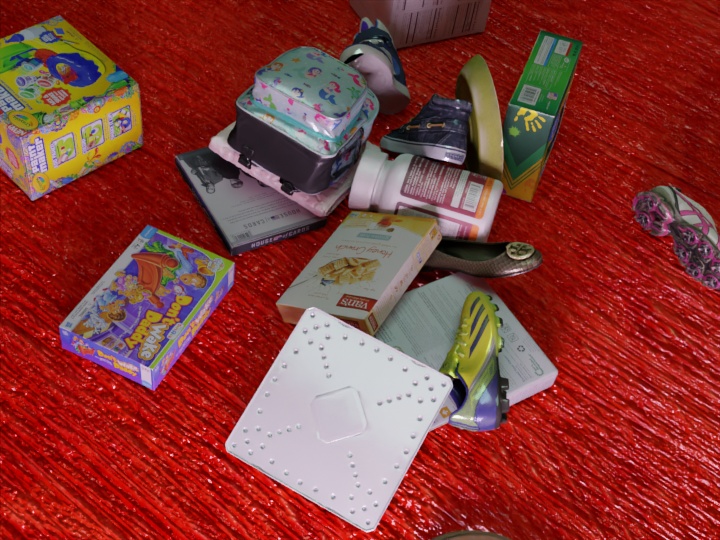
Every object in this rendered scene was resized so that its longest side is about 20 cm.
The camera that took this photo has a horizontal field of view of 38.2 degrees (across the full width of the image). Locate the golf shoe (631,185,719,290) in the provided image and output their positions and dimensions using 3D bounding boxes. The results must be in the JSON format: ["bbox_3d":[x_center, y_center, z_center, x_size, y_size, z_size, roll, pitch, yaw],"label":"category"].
[{"bbox_3d":[0.490,-0.056,1.509,0.092,0.073,0.200,-18,53,-24],"label":"golf shoe"}]

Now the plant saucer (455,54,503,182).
[{"bbox_3d":[0.169,-0.212,1.516,0.031,0.200,0.200,-10,50,-4],"label":"plant saucer"}]

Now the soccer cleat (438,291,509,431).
[{"bbox_3d":[0.133,0.104,1.268,0.083,0.065,0.200,-1,50,1],"label":"soccer cleat"}]

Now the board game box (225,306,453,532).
[{"bbox_3d":[-0.024,0.171,1.214,0.200,0.026,0.200,27,73,15],"label":"board game box"}]

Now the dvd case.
[{"bbox_3d":[-0.159,-0.115,1.495,0.150,0.025,0.200,-19,54,-23],"label":"dvd case"}]

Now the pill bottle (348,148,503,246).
[{"bbox_3d":[0.091,-0.101,1.463,0.200,0.110,0.110,18,49,7],"label":"pill bottle"}]

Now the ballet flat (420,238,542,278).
[{"bbox_3d":[0.147,-0.024,1.388,0.200,0.046,0.067,4,25,35],"label":"ballet flat"}]

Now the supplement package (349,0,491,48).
[{"bbox_3d":[0.107,-0.497,1.787,0.200,0.151,0.152,-16,52,-21],"label":"supplement package"}]

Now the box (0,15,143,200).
[{"bbox_3d":[-0.451,-0.236,1.493,0.192,0.122,0.200,-34,61,-31],"label":"box"}]

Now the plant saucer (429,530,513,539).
[{"bbox_3d":[0.131,0.365,1.114,0.200,0.030,0.200,4,47,-5],"label":"plant saucer"}]

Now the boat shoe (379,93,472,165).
[{"bbox_3d":[0.099,-0.207,1.515,0.071,0.091,0.200,12,4,-29],"label":"boat shoe"}]

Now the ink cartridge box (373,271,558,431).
[{"bbox_3d":[0.116,0.103,1.334,0.200,0.043,0.196,-21,56,-21],"label":"ink cartridge box"}]

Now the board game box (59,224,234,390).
[{"bbox_3d":[-0.267,0.043,1.325,0.134,0.045,0.200,23,49,11],"label":"board game box"}]

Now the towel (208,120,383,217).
[{"bbox_3d":[-0.091,-0.174,1.526,0.200,0.032,0.191,31,42,11],"label":"towel"}]

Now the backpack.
[{"bbox_3d":[-0.070,-0.220,1.458,0.177,0.151,0.200,31,37,11],"label":"backpack"}]

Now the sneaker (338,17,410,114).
[{"bbox_3d":[0.006,-0.339,1.608,0.080,0.200,0.147,-25,66,17],"label":"sneaker"}]

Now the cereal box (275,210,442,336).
[{"bbox_3d":[0.000,0.000,1.367,0.144,0.040,0.200,7,44,34],"label":"cereal box"}]

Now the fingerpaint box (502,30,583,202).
[{"bbox_3d":[0.266,-0.233,1.568,0.073,0.167,0.200,18,48,10],"label":"fingerpaint box"}]
